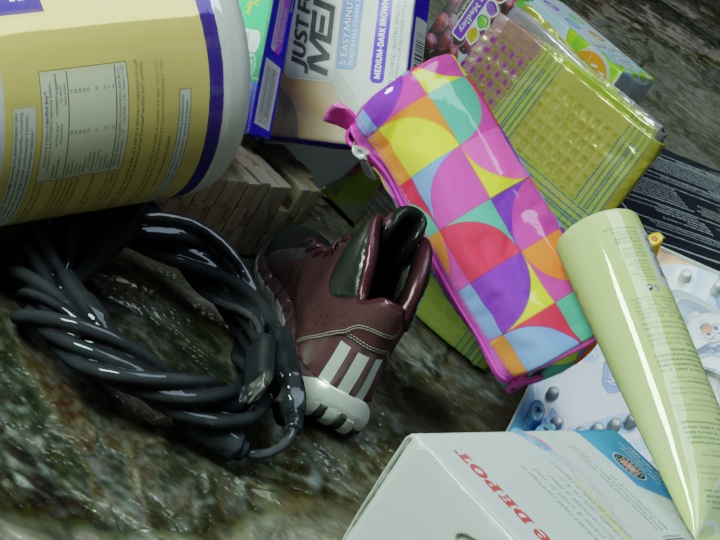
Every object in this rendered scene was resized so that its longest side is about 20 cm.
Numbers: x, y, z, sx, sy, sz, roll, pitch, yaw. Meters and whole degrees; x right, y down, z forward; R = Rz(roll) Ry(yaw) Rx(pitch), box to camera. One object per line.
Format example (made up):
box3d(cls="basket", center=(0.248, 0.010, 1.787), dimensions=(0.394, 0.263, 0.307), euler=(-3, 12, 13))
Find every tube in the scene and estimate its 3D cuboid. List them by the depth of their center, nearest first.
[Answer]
box3d(cls="tube", center=(0.162, 0.062, 1.152), dimensions=(0.058, 0.052, 0.201), euler=(-15, 63, -13))

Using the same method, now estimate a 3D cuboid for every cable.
box3d(cls="cable", center=(-0.110, 0.022, 1.122), dimensions=(0.162, 0.051, 0.200), euler=(20, 26, -21))

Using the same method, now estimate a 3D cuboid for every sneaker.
box3d(cls="sneaker", center=(0.000, 0.000, 1.224), dimensions=(0.075, 0.116, 0.200), euler=(24, 22, -21))

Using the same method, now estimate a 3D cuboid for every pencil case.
box3d(cls="pencil case", center=(0.065, -0.027, 1.239), dimensions=(0.201, 0.088, 0.088), euler=(56, 23, 6))

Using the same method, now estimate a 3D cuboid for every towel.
box3d(cls="towel", center=(0.091, -0.053, 1.365), dimensions=(0.144, 0.201, 0.023), euler=(41, 14, 23))

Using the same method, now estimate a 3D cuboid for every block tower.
box3d(cls="block tower", center=(-0.105, -0.049, 1.267), dimensions=(0.054, 0.058, 0.199), euler=(44, 24, 30))

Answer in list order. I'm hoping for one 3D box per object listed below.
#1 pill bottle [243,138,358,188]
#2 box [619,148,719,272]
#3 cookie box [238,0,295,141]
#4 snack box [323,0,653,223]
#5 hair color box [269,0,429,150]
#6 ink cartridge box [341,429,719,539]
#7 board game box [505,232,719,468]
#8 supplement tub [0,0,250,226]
box3d(cls="pill bottle", center=(-0.073, -0.145, 1.453), dimensions=(0.112, 0.113, 0.200), euler=(13, 28, -44))
box3d(cls="box", center=(0.201, 0.002, 1.511), dimensions=(0.199, 0.124, 0.199), euler=(17, 25, -32))
box3d(cls="cookie box", center=(-0.139, -0.176, 1.242), dimensions=(0.198, 0.173, 0.075), euler=(10, 0, 8))
box3d(cls="snack box", center=(0.082, -0.088, 1.428), dimensions=(0.142, 0.201, 0.053), euler=(43, 21, 28))
box3d(cls="hair color box", center=(-0.062, -0.137, 1.330), dimensions=(0.198, 0.110, 0.065), euler=(7, 2, 11))
box3d(cls="ink cartridge box", center=(0.104, 0.156, 1.070), dimensions=(0.145, 0.085, 0.199), euler=(45, 21, 30))
box3d(cls="board game box", center=(0.208, 0.076, 1.288), dimensions=(0.199, 0.026, 0.201), euler=(24, 53, 9))
box3d(cls="supplement tub", center=(-0.172, -0.097, 1.085), dimensions=(0.199, 0.146, 0.146), euler=(-11, 43, -32))
